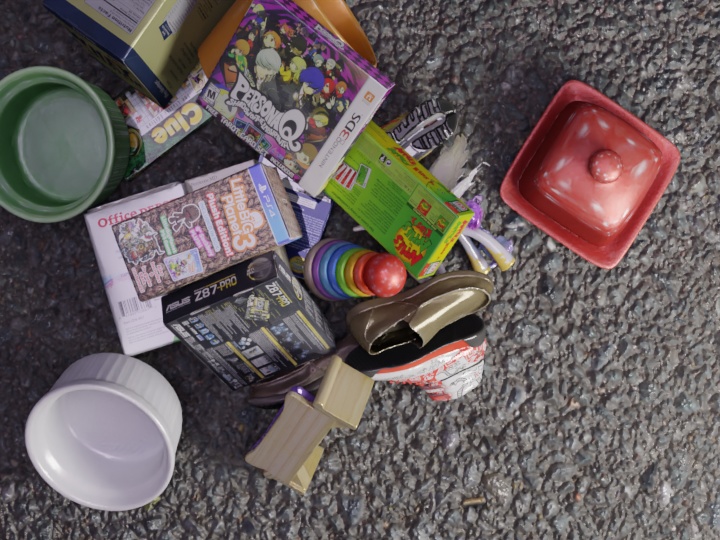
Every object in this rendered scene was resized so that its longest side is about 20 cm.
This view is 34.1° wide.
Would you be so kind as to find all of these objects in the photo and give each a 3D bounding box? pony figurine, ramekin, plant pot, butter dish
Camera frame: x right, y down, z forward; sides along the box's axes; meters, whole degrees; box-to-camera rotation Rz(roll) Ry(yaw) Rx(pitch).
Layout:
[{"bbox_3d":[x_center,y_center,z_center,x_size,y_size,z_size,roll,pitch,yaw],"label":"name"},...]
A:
[{"bbox_3d":[0.111,-0.064,1.565,0.193,0.167,0.200,-42,105,7],"label":"pony figurine"},{"bbox_3d":[-0.329,0.207,1.544,0.197,0.098,0.203,4,120,7],"label":"ramekin"},{"bbox_3d":[-0.405,-0.168,1.569,0.196,0.098,0.204,1,96,10],"label":"ramekin"},{"bbox_3d":[-0.108,-0.296,1.546,0.182,0.200,0.202,-34,89,15],"label":"plant pot"},{"bbox_3d":[0.312,-0.132,1.551,0.198,0.148,0.202,33,90,2],"label":"butter dish"}]

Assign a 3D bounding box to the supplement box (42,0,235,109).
[{"bbox_3d":[-0.272,-0.353,1.521,0.133,0.200,0.201,35,86,11],"label":"supplement box"}]

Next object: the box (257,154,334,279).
[{"bbox_3d":[-0.095,-0.101,1.612,0.119,0.032,0.203,19,90,1],"label":"box"}]

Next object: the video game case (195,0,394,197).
[{"bbox_3d":[-0.084,-0.220,1.454,0.199,0.036,0.182,39,121,0],"label":"video game case"}]

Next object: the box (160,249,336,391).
[{"bbox_3d":[-0.138,0.069,1.494,0.159,0.200,0.050,-21,54,12],"label":"box"}]

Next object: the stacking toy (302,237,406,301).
[{"bbox_3d":[0.000,0.000,1.515,0.084,0.199,0.087,-1,91,-26],"label":"stacking toy"}]

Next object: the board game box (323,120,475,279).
[{"bbox_3d":[0.039,-0.095,1.488,0.200,0.047,0.102,43,117,19],"label":"board game box"}]

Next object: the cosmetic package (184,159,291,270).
[{"bbox_3d":[-0.155,-0.035,1.563,0.102,0.073,0.203,-17,91,3],"label":"cosmetic package"}]

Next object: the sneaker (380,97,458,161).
[{"bbox_3d":[0.041,-0.161,1.583,0.197,0.090,0.079,-25,93,3],"label":"sneaker"}]

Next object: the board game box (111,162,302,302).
[{"bbox_3d":[-0.184,-0.048,1.448,0.197,0.159,0.098,-22,92,4],"label":"board game box"}]

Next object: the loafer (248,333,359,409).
[{"bbox_3d":[-0.063,0.132,1.597,0.197,0.073,0.072,-21,78,-3],"label":"loafer"}]

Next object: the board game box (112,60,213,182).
[{"bbox_3d":[-0.271,-0.224,1.621,0.199,0.023,0.105,-37,91,0],"label":"board game box"}]

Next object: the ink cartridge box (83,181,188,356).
[{"bbox_3d":[-0.273,-0.003,1.586,0.143,0.088,0.203,-17,91,0],"label":"ink cartridge box"}]

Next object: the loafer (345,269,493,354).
[{"bbox_3d":[0.081,0.060,1.510,0.197,0.076,0.068,-19,56,4],"label":"loafer"}]

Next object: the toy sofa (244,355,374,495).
[{"bbox_3d":[-0.069,0.197,1.527,0.097,0.201,0.083,29,46,-4],"label":"toy sofa"}]

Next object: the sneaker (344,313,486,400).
[{"bbox_3d":[0.077,0.135,1.560,0.198,0.067,0.109,-17,129,-17],"label":"sneaker"}]
